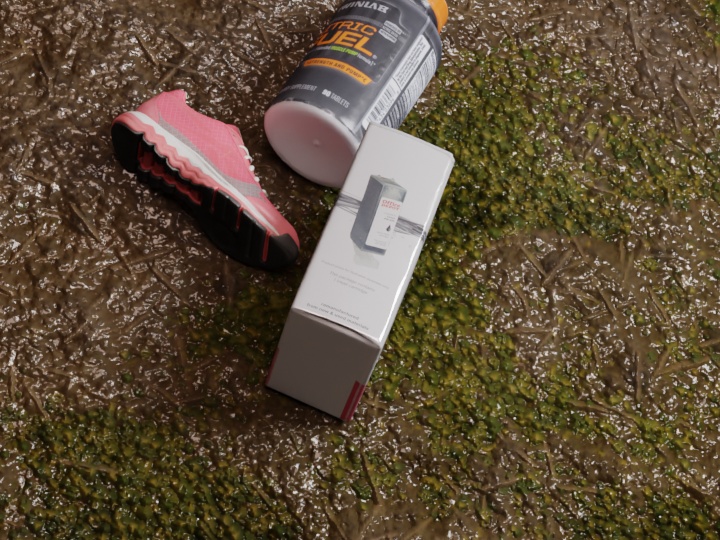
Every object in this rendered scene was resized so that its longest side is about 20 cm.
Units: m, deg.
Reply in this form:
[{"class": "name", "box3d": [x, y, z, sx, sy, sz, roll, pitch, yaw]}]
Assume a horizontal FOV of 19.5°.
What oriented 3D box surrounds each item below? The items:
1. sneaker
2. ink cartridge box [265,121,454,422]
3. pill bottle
[{"class": "sneaker", "box3d": [-0.118, -0.087, 1.801, 0.200, 0.074, 0.087, 40, 59, 10]}, {"class": "ink cartridge box", "box3d": [0.000, 0.000, 1.739, 0.085, 0.146, 0.201, 23, 58, 1]}, {"class": "pill bottle", "box3d": [0.005, -0.177, 1.863, 0.106, 0.106, 0.200, 30, 58, 4]}]
